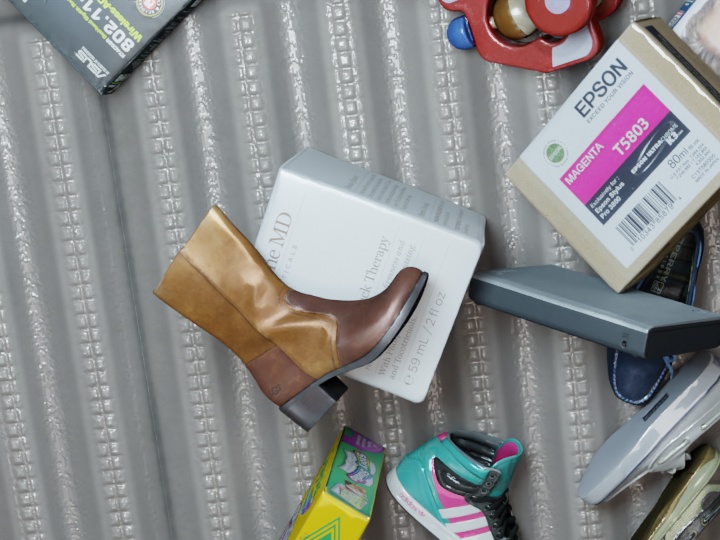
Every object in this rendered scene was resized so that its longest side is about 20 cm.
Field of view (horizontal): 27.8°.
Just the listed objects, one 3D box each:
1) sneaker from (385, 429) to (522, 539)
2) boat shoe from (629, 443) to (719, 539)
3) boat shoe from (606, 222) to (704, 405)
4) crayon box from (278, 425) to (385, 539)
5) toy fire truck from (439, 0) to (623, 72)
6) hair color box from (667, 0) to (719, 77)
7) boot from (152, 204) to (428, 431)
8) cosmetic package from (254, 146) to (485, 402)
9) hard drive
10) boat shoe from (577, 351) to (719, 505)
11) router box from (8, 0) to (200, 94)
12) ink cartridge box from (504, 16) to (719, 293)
[{"bbox_3d":[0.137,0.234,1.486,0.200,0.084,0.121,38,112,-3],"label":"sneaker"},{"bbox_3d":[0.319,0.274,1.480,0.065,0.073,0.201,33,102,3],"label":"boat shoe"},{"bbox_3d":[0.286,0.039,1.435,0.084,0.069,0.201,9,103,3],"label":"boat shoe"},{"bbox_3d":[-0.044,0.267,1.443,0.058,0.200,0.173,28,103,-1],"label":"crayon box"},{"bbox_3d":[0.146,-0.283,1.371,0.167,0.112,0.201,-14,101,32],"label":"toy fire truck"},{"bbox_3d":[0.385,-0.269,1.367,0.100,0.061,0.200,37,103,-3],"label":"hair color box"},{"bbox_3d":[-0.061,0.014,1.305,0.200,0.068,0.188,44,111,2],"label":"boot"},{"bbox_3d":[0.000,0.000,1.401,0.199,0.166,0.168,20,103,1],"label":"cosmetic package"},{"bbox_3d":[0.219,0.036,1.357,0.199,0.139,0.033,18,105,41],"label":"hard drive"},{"bbox_3d":[0.305,0.172,1.465,0.066,0.072,0.200,40,99,-9],"label":"boat shoe"},{"bbox_3d":[-0.264,-0.295,1.412,0.150,0.062,0.200,-43,96,13],"label":"router box"},{"bbox_3d":[0.259,-0.107,1.355,0.165,0.075,0.200,47,120,14],"label":"ink cartridge box"}]
